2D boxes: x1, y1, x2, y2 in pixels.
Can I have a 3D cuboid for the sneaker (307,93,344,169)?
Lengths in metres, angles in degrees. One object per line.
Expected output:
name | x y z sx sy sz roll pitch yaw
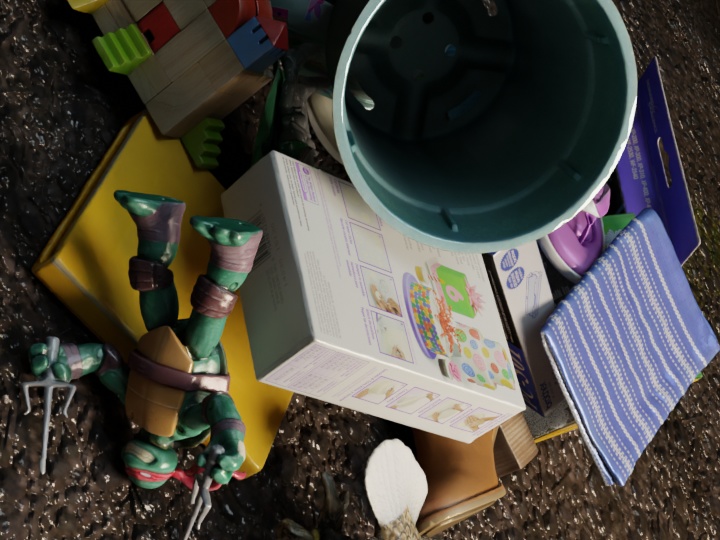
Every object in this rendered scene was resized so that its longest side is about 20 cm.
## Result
sneaker | 0.043 -0.103 1.314 0.200 0.093 0.071 45 37 -24

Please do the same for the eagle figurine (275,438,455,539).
eagle figurine | 0.031 0.226 1.017 0.151 0.200 0.152 -36 142 -25

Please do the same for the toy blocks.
toy blocks | -0.111 -0.192 1.104 0.201 0.136 0.100 59 18 12

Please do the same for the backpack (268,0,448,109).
backpack | -0.020 -0.214 1.251 0.199 0.127 0.168 26 49 -6

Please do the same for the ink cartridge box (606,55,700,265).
ink cartridge box | 0.242 -0.060 1.480 0.043 0.200 0.200 -1 61 -12

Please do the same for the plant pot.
plant pot | 0.062 -0.136 1.101 0.200 0.200 0.196 48 4 -20

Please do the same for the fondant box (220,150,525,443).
fondant box | 0.010 0.021 1.053 0.199 0.058 0.145 20 45 -40

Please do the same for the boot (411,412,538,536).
boot | 0.054 0.103 1.199 0.156 0.076 0.200 59 36 -1

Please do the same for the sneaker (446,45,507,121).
sneaker | 0.113 -0.114 1.264 0.080 0.077 0.201 18 43 -34

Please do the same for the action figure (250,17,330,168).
action figure | -0.048 -0.062 1.136 0.118 0.054 0.202 67 22 -60

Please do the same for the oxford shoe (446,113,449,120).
oxford shoe | 0.118 -0.111 1.401 0.072 0.085 0.200 28 22 -29

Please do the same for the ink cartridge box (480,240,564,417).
ink cartridge box | 0.105 0.021 1.238 0.044 0.094 0.201 -41 138 -16

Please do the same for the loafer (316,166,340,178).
loafer | 0.000 0.000 1.175 0.068 0.071 0.202 -11 60 -23

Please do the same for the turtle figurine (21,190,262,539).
turtle figurine | -0.121 0.061 0.958 0.101 0.148 0.202 -13 116 -74

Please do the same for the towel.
towel | 0.215 0.056 1.261 0.200 0.024 0.146 -43 114 -44

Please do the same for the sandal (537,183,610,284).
sandal | 0.176 -0.077 1.300 0.082 0.050 0.204 30 43 -23

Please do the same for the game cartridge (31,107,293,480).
game cartridge | -0.114 0.014 1.080 0.200 0.032 0.177 50 35 -22

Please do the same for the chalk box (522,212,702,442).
chalk box | 0.179 0.028 1.370 0.123 0.124 0.202 -7 73 -49
